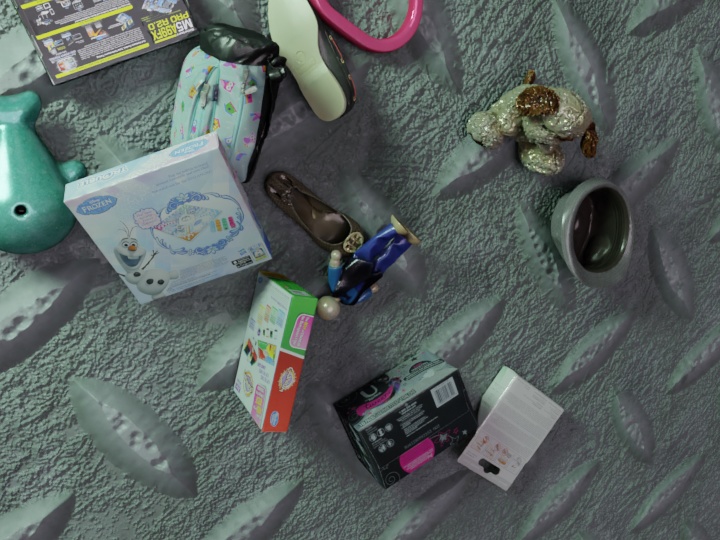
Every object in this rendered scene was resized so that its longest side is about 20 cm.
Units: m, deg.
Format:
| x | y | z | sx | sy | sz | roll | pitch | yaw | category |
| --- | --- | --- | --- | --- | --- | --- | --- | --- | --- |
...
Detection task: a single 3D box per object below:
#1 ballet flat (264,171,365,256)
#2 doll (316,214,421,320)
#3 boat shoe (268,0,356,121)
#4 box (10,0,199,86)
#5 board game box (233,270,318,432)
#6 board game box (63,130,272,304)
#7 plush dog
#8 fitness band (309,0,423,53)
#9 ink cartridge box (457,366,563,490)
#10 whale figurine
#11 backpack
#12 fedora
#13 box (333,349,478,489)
| x | y | z | sx | sy | sz | roll | pitch | yaw | category |
| --- | --- | --- | --- | --- | --- | --- | --- | --- | --- |
| -0.065 | -0.083 | 1.013 | 0.200 | 0.046 | 0.067 | 40 | 85 | -28 | ballet flat |
| 0.000 | 0.000 | 1.047 | 0.200 | 0.048 | 0.136 | -46 | 139 | 9 | doll |
| -0.070 | -0.315 | 0.948 | 0.074 | 0.063 | 0.202 | -20 | 103 | 27 | boat shoe |
| -0.329 | -0.344 | 0.827 | 0.200 | 0.044 | 0.160 | -27 | 113 | -16 | box |
| -0.131 | 0.115 | 0.973 | 0.040 | 0.153 | 0.200 | 9 | 99 | -28 | board game box |
| -0.244 | -0.062 | 0.865 | 0.200 | 0.043 | 0.199 | -19 | 136 | 0 | board game box |
| 0.302 | -0.252 | 1.071 | 0.200 | 0.172 | 0.161 | 20 | 94 | -27 | plush dog |
| 0.007 | -0.411 | 0.964 | 0.200 | 0.037 | 0.144 | 26 | 90 | -33 | fitness band |
| 0.284 | 0.309 | 1.277 | 0.161 | 0.050 | 0.200 | 36 | 90 | -28 | ink cartridge box |
| -0.421 | -0.117 | 0.805 | 0.159 | 0.104 | 0.200 | -6 | 107 | -23 | whale figurine |
| -0.182 | -0.219 | 0.876 | 0.126 | 0.167 | 0.200 | 10 | 113 | -18 | backpack |
| 0.418 | -0.072 | 1.216 | 0.177 | 0.090 | 0.200 | -13 | 101 | -23 | fedora |
| 0.077 | 0.247 | 1.124 | 0.200 | 0.115 | 0.132 | -29 | 112 | -17 | box |
